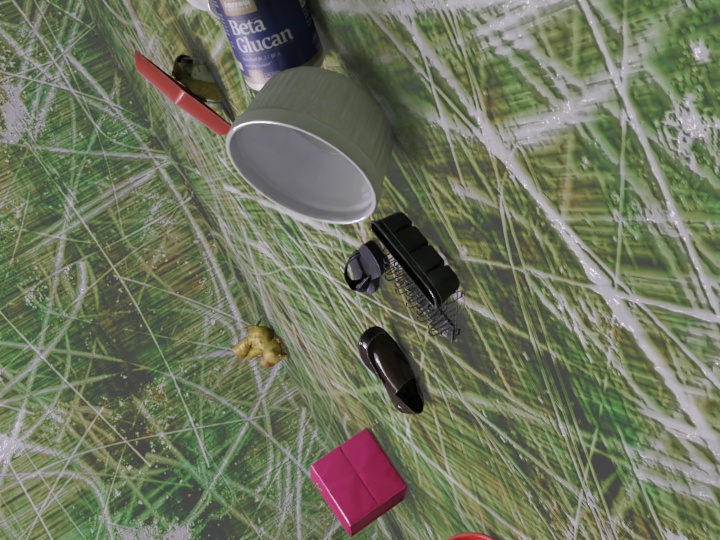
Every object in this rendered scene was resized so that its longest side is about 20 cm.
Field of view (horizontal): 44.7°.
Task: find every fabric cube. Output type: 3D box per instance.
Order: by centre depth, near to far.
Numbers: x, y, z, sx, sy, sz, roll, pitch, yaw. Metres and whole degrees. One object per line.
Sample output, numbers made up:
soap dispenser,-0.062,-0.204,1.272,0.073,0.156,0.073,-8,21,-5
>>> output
fabric cube,-0.006,0.599,2.463,0.200,0.199,0.196,53,164,20

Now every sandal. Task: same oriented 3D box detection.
sandal,0.000,-0.001,1.484,0.076,0.048,0.201,57,166,9

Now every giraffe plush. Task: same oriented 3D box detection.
giraffe plush,-0.345,0.286,3.213,0.162,0.172,0.201,43,127,21

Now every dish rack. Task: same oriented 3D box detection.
dish rack,0.081,0.020,1.221,0.154,0.054,0.200,53,166,28

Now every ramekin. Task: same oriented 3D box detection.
ramekin,-0.054,-0.157,1.074,0.199,0.105,0.200,19,155,9

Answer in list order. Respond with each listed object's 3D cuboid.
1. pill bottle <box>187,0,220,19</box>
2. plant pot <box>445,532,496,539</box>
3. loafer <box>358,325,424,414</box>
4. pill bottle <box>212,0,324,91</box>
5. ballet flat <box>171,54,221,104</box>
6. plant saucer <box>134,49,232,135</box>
pill bottle,-0.220,-0.435,1.224,0.200,0.112,0.112,50,164,33
plant pot,0.237,0.655,1.749,0.200,0.200,0.178,45,170,47
loafer,0.068,0.186,1.610,0.200,0.073,0.071,56,163,-24
pill bottle,-0.125,-0.335,1.087,0.111,0.111,0.201,42,159,51
ballet flat,-0.349,-0.414,1.865,0.200,0.070,0.071,42,158,48
plant saucer,-0.381,-0.372,1.881,0.200,0.037,0.199,40,-176,31
